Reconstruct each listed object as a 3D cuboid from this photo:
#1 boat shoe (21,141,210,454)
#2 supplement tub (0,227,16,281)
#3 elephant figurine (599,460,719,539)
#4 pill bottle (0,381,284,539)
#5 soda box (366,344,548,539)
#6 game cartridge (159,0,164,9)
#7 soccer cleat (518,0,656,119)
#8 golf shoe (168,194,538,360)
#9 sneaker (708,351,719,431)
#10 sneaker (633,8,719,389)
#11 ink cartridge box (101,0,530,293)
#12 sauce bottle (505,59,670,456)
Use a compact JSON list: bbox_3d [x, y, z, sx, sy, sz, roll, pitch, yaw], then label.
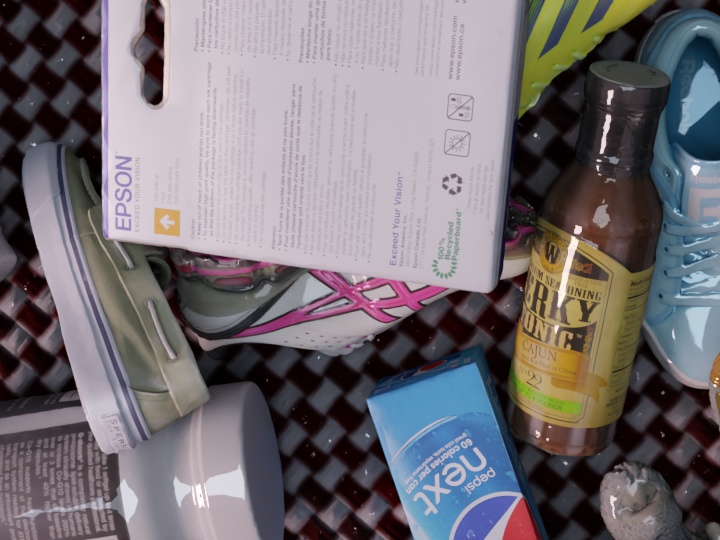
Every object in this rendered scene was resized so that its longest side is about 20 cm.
[{"bbox_3d":[-0.129,0.007,0.764,0.061,0.072,0.201,-18,54,-9],"label":"boat shoe"},{"bbox_3d":[-0.289,-0.053,0.777,0.131,0.132,0.201,-36,90,8],"label":"supplement tub"},{"bbox_3d":[0.165,0.175,0.717,0.200,0.142,0.155,40,118,0],"label":"elephant figurine"},{"bbox_3d":[-0.147,0.121,0.782,0.198,0.116,0.118,-9,94,7],"label":"pill bottle"},{"bbox_3d":[0.067,0.148,0.786,0.064,0.068,0.202,-19,92,8],"label":"soda box"},{"bbox_3d":[0.006,-0.139,0.786,0.199,0.042,0.134,-29,87,8],"label":"game cartridge"},{"bbox_3d":[0.073,-0.105,0.721,0.199,0.065,0.084,-20,84,22],"label":"soccer cleat"},{"bbox_3d":[0.000,0.000,0.790,0.198,0.073,0.093,-5,128,0],"label":"golf shoe"},{"bbox_3d":[0.239,0.105,0.762,0.075,0.088,0.202,3,120,34],"label":"sneaker"},{"bbox_3d":[0.170,-0.035,0.752,0.073,0.082,0.202,-7,94,7],"label":"sneaker"},{"bbox_3d":[-0.022,-0.100,0.689,0.198,0.043,0.198,8,111,11],"label":"ink cartridge box"},{"bbox_3d":[0.117,-0.005,0.742,0.064,0.065,0.202,8,114,5],"label":"sauce bottle"}]
